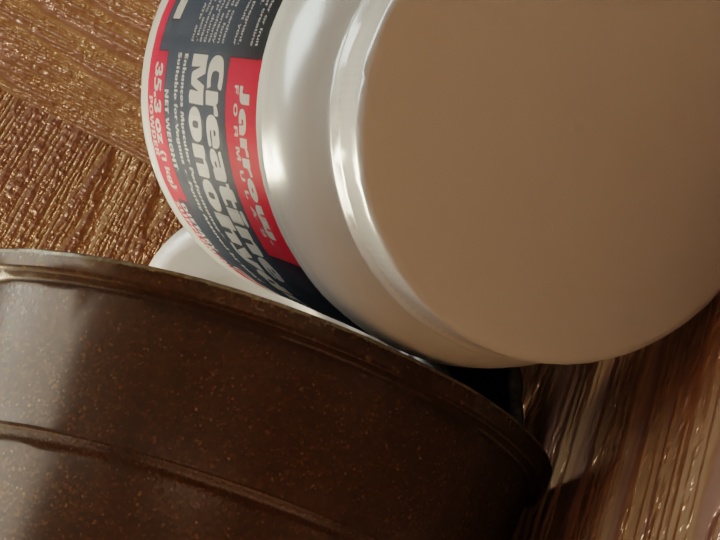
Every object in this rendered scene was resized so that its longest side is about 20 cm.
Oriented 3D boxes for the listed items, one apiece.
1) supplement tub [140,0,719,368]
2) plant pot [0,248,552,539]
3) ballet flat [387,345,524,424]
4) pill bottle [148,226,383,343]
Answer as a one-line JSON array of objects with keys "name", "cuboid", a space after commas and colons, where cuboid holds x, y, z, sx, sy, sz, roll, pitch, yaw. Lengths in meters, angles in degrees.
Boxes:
[{"name": "supplement tub", "cuboid": [0.023, -0.048, 0.667, 0.141, 0.140, 0.200, -63, 21, -3]}, {"name": "plant pot", "cuboid": [-0.064, 0.124, 0.665, 0.200, 0.199, 0.199, 130, 158, -70]}, {"name": "ballet flat", "cuboid": [0.042, -0.013, 0.805, 0.057, 0.066, 0.201, -38, 44, 49]}, {"name": "pill bottle", "cuboid": [0.000, 0.000, 0.910, 0.112, 0.111, 0.200, -60, -11, 29]}]
